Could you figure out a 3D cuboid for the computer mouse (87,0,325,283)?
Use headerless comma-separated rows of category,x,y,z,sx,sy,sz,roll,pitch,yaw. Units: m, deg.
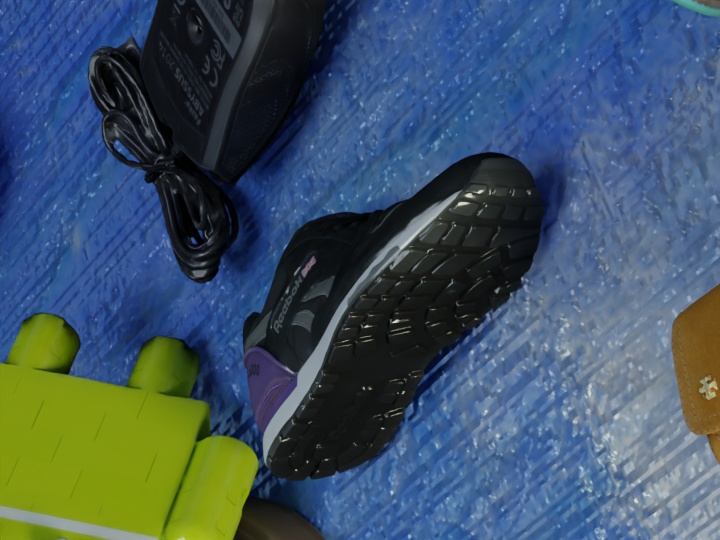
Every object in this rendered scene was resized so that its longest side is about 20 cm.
computer mouse,-0.060,-0.104,1.283,0.139,0.053,0.200,61,146,29

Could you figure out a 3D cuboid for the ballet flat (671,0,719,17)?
ballet flat,0.097,-0.153,1.078,0.200,0.067,0.071,57,158,31

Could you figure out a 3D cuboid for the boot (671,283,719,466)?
boot,0.161,-0.007,0.992,0.144,0.071,0.202,-22,81,47

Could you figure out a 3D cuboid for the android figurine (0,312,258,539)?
android figurine,-0.143,0.101,1.284,0.181,0.200,0.041,12,133,10

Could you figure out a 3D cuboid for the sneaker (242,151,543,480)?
sneaker,0.000,0.000,1.197,0.200,0.076,0.088,-51,49,40

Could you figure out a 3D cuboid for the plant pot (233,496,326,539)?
plant pot,-0.079,0.207,1.298,0.201,0.092,0.202,4,96,51
